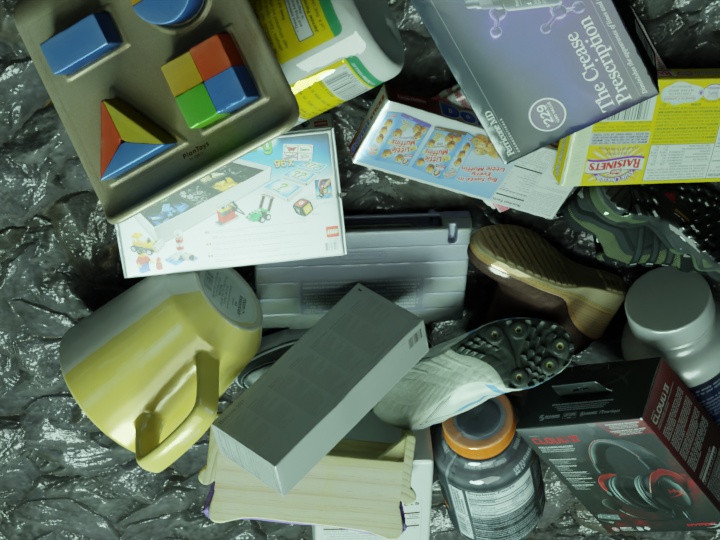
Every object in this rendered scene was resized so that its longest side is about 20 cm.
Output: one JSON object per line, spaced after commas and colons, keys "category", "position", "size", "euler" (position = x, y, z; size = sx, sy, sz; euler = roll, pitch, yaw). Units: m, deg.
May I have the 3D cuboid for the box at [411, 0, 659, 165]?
{"category": "box", "position": [0.129, -0.204, 1.396], "size": [0.141, 0.079, 0.200], "euler": [-23, 117, 20]}

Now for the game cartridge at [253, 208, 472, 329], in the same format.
{"category": "game cartridge", "position": [0.000, 0.000, 1.659], "size": [0.199, 0.039, 0.130], "euler": [-2, 140, -5]}

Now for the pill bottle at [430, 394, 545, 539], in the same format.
{"category": "pill bottle", "position": [0.127, 0.191, 1.793], "size": [0.106, 0.107, 0.200], "euler": [-10, 146, 4]}

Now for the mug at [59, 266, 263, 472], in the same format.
{"category": "mug", "position": [-0.160, 0.080, 1.625], "size": [0.153, 0.187, 0.149], "euler": [-41, 157, 23]}

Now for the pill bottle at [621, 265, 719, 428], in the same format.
{"category": "pill bottle", "position": [0.314, 0.090, 1.729], "size": [0.110, 0.111, 0.200], "euler": [-15, 136, 9]}

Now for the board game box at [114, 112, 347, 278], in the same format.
{"category": "board game box", "position": [-0.116, -0.064, 1.556], "size": [0.199, 0.035, 0.127], "euler": [-6, 120, 0]}

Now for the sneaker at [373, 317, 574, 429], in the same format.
{"category": "sneaker", "position": [0.105, 0.093, 1.667], "size": [0.199, 0.072, 0.072], "euler": [-21, 177, 16]}

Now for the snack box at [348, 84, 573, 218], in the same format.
{"category": "snack box", "position": [0.094, -0.099, 1.528], "size": [0.199, 0.024, 0.072], "euler": [15, 129, -23]}

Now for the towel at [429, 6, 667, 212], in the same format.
{"category": "towel", "position": [0.169, -0.139, 1.541], "size": [0.199, 0.030, 0.146], "euler": [-25, 133, 14]}

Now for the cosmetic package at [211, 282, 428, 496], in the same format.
{"category": "cosmetic package", "position": [-0.034, 0.104, 1.599], "size": [0.200, 0.082, 0.051], "euler": [-43, 145, -25]}

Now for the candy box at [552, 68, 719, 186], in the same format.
{"category": "candy box", "position": [0.267, -0.123, 1.529], "size": [0.199, 0.026, 0.103], "euler": [-2, 125, -18]}

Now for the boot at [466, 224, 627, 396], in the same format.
{"category": "boot", "position": [0.139, 0.047, 1.683], "size": [0.199, 0.073, 0.166], "euler": [20, 126, -36]}

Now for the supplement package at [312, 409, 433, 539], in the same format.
{"category": "supplement package", "position": [0.008, 0.211, 1.810], "size": [0.119, 0.122, 0.201], "euler": [-2, 135, -3]}

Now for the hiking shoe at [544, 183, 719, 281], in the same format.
{"category": "hiking shoe", "position": [0.263, -0.039, 1.633], "size": [0.199, 0.076, 0.100], "euler": [26, 148, -32]}

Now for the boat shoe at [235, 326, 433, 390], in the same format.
{"category": "boat shoe", "position": [-0.026, 0.099, 1.731], "size": [0.199, 0.066, 0.070], "euler": [-6, 136, -1]}

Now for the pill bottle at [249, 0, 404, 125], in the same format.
{"category": "pill bottle", "position": [-0.075, -0.166, 1.422], "size": [0.199, 0.113, 0.113], "euler": [-25, 133, 18]}

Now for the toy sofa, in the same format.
{"category": "toy sofa", "position": [-0.048, 0.188, 1.655], "size": [0.199, 0.098, 0.083], "euler": [5, 178, -2]}

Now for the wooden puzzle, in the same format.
{"category": "wooden puzzle", "position": [-0.164, -0.161, 1.369], "size": [0.185, 0.201, 0.046], "euler": [-27, 174, 21]}

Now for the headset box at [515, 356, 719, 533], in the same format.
{"category": "headset box", "position": [0.254, 0.163, 1.697], "size": [0.148, 0.075, 0.200], "euler": [-9, 134, 41]}
